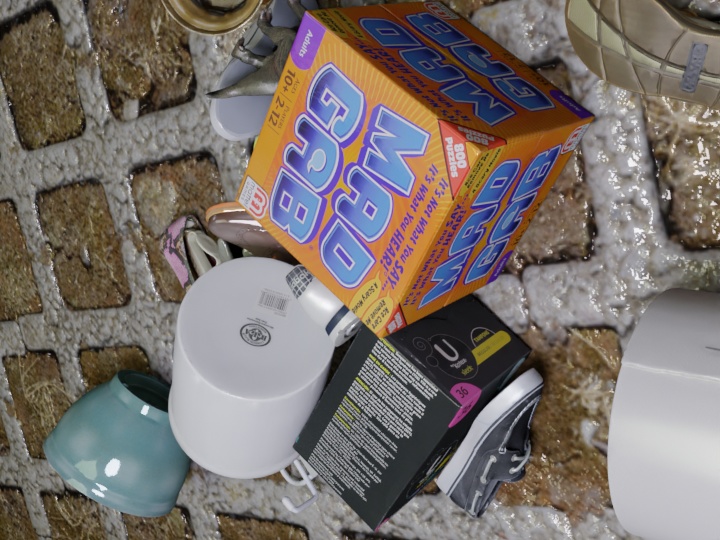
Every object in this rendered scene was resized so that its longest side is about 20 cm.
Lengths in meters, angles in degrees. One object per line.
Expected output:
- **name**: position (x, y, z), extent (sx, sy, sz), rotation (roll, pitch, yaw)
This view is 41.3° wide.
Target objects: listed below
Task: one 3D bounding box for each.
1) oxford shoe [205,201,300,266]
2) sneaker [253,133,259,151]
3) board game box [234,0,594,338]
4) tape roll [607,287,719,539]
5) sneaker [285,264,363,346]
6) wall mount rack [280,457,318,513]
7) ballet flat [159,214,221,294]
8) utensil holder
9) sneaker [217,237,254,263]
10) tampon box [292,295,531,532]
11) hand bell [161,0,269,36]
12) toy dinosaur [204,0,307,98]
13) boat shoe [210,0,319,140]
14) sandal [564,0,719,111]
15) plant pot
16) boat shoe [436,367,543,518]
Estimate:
- **oxford shoe**: position (-0.072, -0.016, 1.009), extent (0.198, 0.073, 0.071), rotation (18, 154, -11)
- **sneaker**: position (-0.074, -0.094, 1.021), extent (0.079, 0.130, 0.201), rotation (35, 126, 26)
- **board game box**: position (0.046, -0.102, 0.869), extent (0.200, 0.199, 0.201), rotation (42, 127, 22)
- **tape roll**: position (0.293, 0.121, 0.731), extent (0.138, 0.202, 0.205), rotation (8, 110, 39)
- **sneaker**: position (0.000, 0.000, 0.943), extent (0.080, 0.200, 0.077), rotation (40, 115, 8)
- **wall mount rack**: position (-0.084, 0.189, 1.164), extent (0.174, 0.074, 0.200), rotation (54, 130, 15)
- **ballet flat**: position (-0.186, 0.016, 1.200), extent (0.071, 0.069, 0.201), rotation (-44, 71, 39)
- **utensil holder**: position (-0.115, 0.105, 0.998), extent (0.170, 0.169, 0.200), rotation (48, 153, 17)
- **sneaker**: position (-0.095, 0.006, 1.091), extent (0.199, 0.076, 0.092), rotation (18, 143, 34)
- **tampon box**: position (0.050, 0.132, 0.973), extent (0.126, 0.150, 0.201), rotation (42, 127, 17)
- **hand bell**: position (-0.115, -0.281, 0.938), extent (0.103, 0.200, 0.105), rotation (2, 102, 10)
- **toy dinosaur**: position (-0.058, -0.205, 0.919), extent (0.102, 0.199, 0.077), rotation (43, 136, 21)
- **boat shoe**: position (-0.103, -0.206, 0.989), extent (0.073, 0.201, 0.065), rotation (40, 148, -19)
- **sandal**: position (0.258, -0.178, 0.766), extent (0.199, 0.054, 0.081), rotation (23, 125, 16)
- **plant pot**: position (-0.311, 0.222, 1.310), extent (0.200, 0.200, 0.135), rotation (34, 97, 27)
- **boat shoe**: position (0.143, 0.181, 0.968), extent (0.068, 0.071, 0.201), rotation (45, 131, 22)
